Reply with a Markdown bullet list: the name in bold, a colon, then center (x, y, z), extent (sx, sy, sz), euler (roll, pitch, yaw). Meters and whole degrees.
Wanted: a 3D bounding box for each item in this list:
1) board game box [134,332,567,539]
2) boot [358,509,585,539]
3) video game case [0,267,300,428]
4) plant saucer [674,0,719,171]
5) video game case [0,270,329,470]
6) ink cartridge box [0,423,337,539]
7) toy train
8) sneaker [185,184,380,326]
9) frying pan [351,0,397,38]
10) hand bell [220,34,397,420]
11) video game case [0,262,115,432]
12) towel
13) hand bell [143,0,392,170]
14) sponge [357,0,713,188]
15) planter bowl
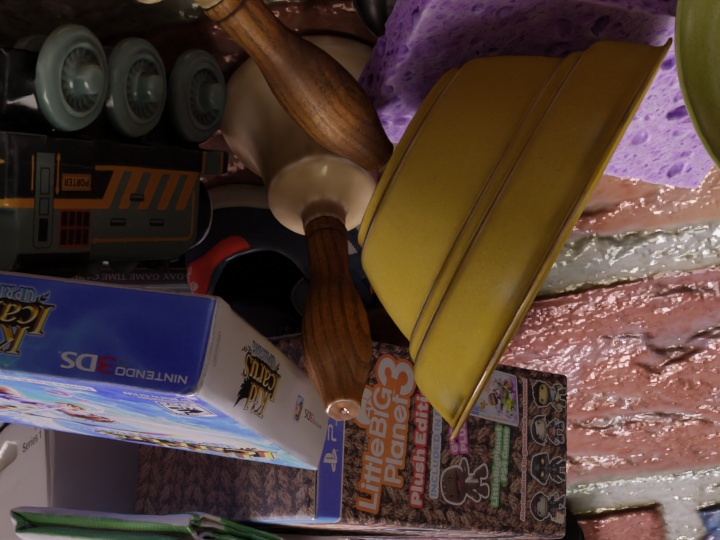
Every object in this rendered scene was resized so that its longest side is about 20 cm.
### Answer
- **board game box**: center (-0.003, 0.103, 0.879), extent (0.199, 0.097, 0.159), euler (12, 164, -41)
- **boot**: center (0.092, 0.262, 1.160), extent (0.199, 0.077, 0.169), euler (-14, 134, 8)
- **video game case**: center (-0.138, 0.049, 0.926), extent (0.199, 0.019, 0.143), euler (0, 140, -10)
- **plant saucer**: center (0.237, -0.098, 0.663), extent (0.199, 0.201, 0.031), euler (-4, 170, 6)
- **video game case**: center (-0.131, 0.044, 0.683), extent (0.199, 0.046, 0.181), euler (6, 167, 16)
- **ink cartridge box**: center (-0.137, 0.151, 0.984), extent (0.199, 0.085, 0.146), euler (10, 151, -30)
- **toy train**: center (-0.131, -0.053, 0.712), extent (0.085, 0.115, 0.200), euler (6, -176, 25)
- **sneaker**: center (0.000, 0.000, 0.844), extent (0.199, 0.085, 0.075), euler (-4, 140, 5)
- **frying pan**: center (0.076, -0.118, 0.750), extent (0.190, 0.031, 0.115), euler (35, 131, -30)
- **hand bell**: center (-0.017, -0.010, 0.735), extent (0.103, 0.201, 0.104), euler (-3, 138, -3)
- **video game case**: center (-0.235, 0.042, 0.949), extent (0.181, 0.023, 0.200), euler (1, 141, -1)
- **towel**: center (-0.081, 0.161, 0.861), extent (0.152, 0.024, 0.200), euler (-5, 160, 37)
- **hand bell**: center (-0.053, -0.114, 0.661), extent (0.104, 0.104, 0.200), euler (-29, 122, 31)
- **sponge**: center (0.104, -0.096, 0.734), extent (0.199, 0.030, 0.112), euler (6, 141, -23)
- **planter bowl**: center (0.055, -0.032, 0.676), extent (0.083, 0.201, 0.201), euler (29, 139, 7)
